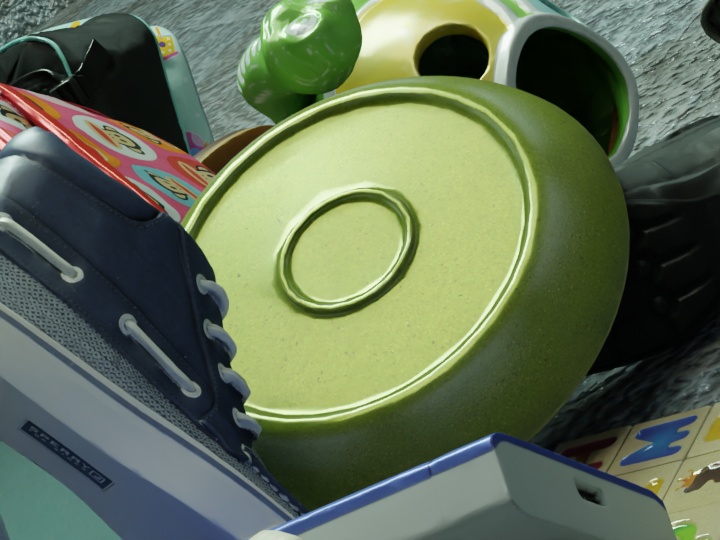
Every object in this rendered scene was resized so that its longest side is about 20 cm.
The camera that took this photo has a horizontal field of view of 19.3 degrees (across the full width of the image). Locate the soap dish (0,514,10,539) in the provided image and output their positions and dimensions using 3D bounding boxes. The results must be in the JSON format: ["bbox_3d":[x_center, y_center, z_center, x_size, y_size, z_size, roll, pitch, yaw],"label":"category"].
[{"bbox_3d":[-0.193,0.118,0.748,0.157,0.200,0.081,-16,3,42],"label":"soap dish"}]

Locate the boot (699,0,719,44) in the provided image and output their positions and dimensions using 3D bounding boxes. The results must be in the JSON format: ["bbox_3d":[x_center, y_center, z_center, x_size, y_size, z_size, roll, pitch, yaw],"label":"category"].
[{"bbox_3d":[0.233,-0.171,1.094,0.182,0.073,0.200,-14,30,51],"label":"boot"}]

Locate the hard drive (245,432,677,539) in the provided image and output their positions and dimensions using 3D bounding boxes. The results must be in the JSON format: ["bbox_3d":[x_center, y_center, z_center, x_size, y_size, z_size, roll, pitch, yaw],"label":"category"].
[{"bbox_3d":[-0.019,0.105,0.628,0.200,0.025,0.132,-26,-23,20],"label":"hard drive"}]

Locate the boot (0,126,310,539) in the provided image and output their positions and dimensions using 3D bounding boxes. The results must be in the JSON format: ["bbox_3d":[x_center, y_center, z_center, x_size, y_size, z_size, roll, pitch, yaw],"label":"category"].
[{"bbox_3d":[-0.060,0.041,0.713,0.073,0.200,0.090,-27,26,57],"label":"boot"}]

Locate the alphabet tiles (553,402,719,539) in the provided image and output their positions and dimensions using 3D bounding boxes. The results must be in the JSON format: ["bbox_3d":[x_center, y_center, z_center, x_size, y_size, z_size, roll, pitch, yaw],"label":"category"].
[{"bbox_3d":[0.088,0.090,0.671,0.200,0.006,0.166,-19,20,37],"label":"alphabet tiles"}]

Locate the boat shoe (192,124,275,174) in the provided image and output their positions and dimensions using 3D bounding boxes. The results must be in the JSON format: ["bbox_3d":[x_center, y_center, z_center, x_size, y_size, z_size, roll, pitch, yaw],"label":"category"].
[{"bbox_3d":[-0.105,0.003,1.109,0.200,0.070,0.070,-53,26,-21],"label":"boat shoe"}]

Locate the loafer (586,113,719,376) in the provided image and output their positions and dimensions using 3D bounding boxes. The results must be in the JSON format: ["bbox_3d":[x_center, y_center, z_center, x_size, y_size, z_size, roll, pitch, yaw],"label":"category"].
[{"bbox_3d":[0.123,-0.016,0.821,0.200,0.068,0.070,-29,7,-8],"label":"loafer"}]

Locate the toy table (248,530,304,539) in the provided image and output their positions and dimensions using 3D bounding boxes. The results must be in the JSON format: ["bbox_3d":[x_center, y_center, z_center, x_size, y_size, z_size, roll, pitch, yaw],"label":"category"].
[{"bbox_3d":[-0.058,0.164,0.518,0.200,0.117,0.184,-10,27,51],"label":"toy table"}]

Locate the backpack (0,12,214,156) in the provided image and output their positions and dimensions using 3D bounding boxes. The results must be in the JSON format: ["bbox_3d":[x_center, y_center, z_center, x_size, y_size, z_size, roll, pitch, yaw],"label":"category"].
[{"bbox_3d":[-0.187,-0.058,1.320,0.200,0.176,0.153,-18,4,38],"label":"backpack"}]

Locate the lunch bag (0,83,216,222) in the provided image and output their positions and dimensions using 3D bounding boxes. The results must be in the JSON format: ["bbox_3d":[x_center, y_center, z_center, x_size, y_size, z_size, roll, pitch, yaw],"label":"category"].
[{"bbox_3d":[-0.122,-0.014,0.959,0.200,0.176,0.082,38,105,38],"label":"lunch bag"}]

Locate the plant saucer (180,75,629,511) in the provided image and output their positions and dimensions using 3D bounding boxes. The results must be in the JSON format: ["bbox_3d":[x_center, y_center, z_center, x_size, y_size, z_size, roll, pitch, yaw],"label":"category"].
[{"bbox_3d":[0.000,0.000,0.787,0.200,0.031,0.200,-15,51,19],"label":"plant saucer"}]

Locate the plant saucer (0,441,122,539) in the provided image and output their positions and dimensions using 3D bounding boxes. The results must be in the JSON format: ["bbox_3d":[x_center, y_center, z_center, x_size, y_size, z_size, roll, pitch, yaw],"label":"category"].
[{"bbox_3d":[-0.137,0.099,0.828,0.200,0.200,0.036,-17,-22,42],"label":"plant saucer"}]

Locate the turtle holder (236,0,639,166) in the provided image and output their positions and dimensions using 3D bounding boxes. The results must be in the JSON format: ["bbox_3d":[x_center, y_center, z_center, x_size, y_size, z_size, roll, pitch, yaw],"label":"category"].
[{"bbox_3d":[0.038,-0.077,0.936,0.132,0.186,0.141,-14,36,51],"label":"turtle holder"}]
